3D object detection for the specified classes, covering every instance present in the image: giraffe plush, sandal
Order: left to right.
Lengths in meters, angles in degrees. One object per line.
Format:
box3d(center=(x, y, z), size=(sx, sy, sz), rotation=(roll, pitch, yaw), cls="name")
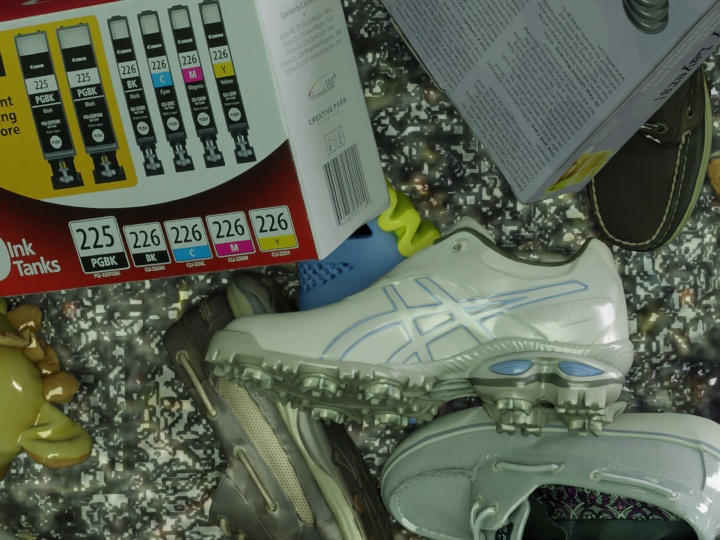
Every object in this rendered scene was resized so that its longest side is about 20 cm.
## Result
box3d(center=(-0.226, 0.068, 1.207), size=(0.161, 0.200, 0.174), rotation=(-16, 83, -32), cls="giraffe plush")
box3d(center=(0.000, 0.000, 1.235), size=(0.087, 0.079, 0.200), rotation=(-43, 93, 6), cls="sandal")

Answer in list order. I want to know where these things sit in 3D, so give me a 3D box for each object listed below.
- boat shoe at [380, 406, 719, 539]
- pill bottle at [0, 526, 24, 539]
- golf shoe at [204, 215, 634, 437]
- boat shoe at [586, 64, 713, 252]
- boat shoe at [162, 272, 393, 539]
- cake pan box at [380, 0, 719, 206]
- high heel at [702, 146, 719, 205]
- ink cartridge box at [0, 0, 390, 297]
box3d(center=(0.086, 0.110, 1.202), size=(0.200, 0.072, 0.070), rotation=(-6, 120, 34), cls="boat shoe")
box3d(center=(-0.128, 0.214, 1.228), size=(0.199, 0.114, 0.115), rotation=(33, 93, -3), cls="pill bottle")
box3d(center=(0.029, 0.023, 1.183), size=(0.199, 0.078, 0.098), rotation=(3, 74, 2), cls="golf shoe")
box3d(center=(0.130, -0.099, 1.210), size=(0.073, 0.065, 0.201), rotation=(9, 113, 24), cls="boat shoe")
box3d(center=(-0.038, 0.103, 1.249), size=(0.073, 0.074, 0.201), rotation=(-23, 86, 10), cls="boat shoe")
box3d(center=(0.084, -0.162, 1.159), size=(0.200, 0.052, 0.184), rotation=(55, 130, 18), cls="cake pan box")
box3d(center=(0.265, -0.090, 1.235), size=(0.142, 0.071, 0.201), rotation=(25, 99, -5), cls="high heel")
box3d(center=(-0.107, -0.089, 1.167), size=(0.199, 0.084, 0.177), rotation=(-7, 106, 28), cls="ink cartridge box")
